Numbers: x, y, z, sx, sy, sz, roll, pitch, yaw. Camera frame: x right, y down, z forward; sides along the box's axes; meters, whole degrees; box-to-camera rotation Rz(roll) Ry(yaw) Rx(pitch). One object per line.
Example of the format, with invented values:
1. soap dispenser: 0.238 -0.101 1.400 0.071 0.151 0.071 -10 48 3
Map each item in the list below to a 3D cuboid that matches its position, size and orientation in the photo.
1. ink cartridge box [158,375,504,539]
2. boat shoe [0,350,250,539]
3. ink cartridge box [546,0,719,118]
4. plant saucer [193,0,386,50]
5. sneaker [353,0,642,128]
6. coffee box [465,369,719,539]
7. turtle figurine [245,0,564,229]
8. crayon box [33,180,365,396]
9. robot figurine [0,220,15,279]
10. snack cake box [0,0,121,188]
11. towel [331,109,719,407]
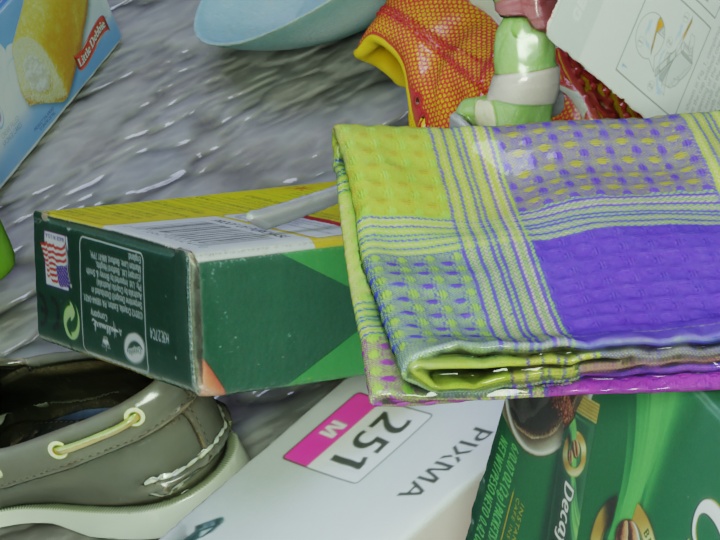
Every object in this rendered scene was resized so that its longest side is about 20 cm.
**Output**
1. ink cartridge box: 0.004 0.112 0.906 0.200 0.044 0.173 -40 32 -29
2. boat shoe: -0.137 0.061 1.068 0.201 0.060 0.072 -4 34 30
3. ink cartridge box: 0.128 -0.105 0.969 0.050 0.200 0.163 13 75 44
4. plant saucer: 0.013 -0.158 1.323 0.201 0.039 0.201 -34 22 16
5. sneaker: 0.065 -0.062 1.148 0.077 0.073 0.200 -55 34 8
6. coffee box: 0.096 0.086 0.784 0.044 0.123 0.200 1 28 -26
7. turtle figurine: 0.047 -0.102 1.030 0.200 0.194 0.144 -57 41 11
8. crayon box: 0.000 0.000 1.019 0.199 0.051 0.127 -7 11 -29
9. robot figurine: -0.248 0.005 1.182 0.200 0.116 0.176 -26 50 -7
10. snack cake box: -0.210 -0.079 1.348 0.115 0.067 0.200 -4 33 28
11. towel: 0.095 -0.013 0.808 0.199 0.023 0.144 -4 32 -3
